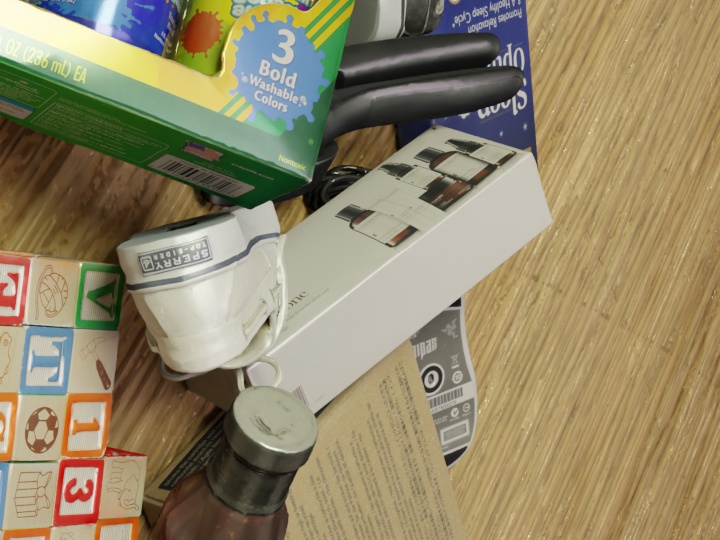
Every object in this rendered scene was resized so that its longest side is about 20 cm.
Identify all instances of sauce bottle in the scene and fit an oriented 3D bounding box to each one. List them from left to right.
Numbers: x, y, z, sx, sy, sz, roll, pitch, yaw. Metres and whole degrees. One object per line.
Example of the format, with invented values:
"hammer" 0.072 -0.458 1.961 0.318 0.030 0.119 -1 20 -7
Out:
"sauce bottle" -0.073 0.138 0.797 0.066 0.066 0.201 -30 151 -48

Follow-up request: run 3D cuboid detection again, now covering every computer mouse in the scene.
"computer mouse" 0.024 0.027 1.006 0.109 0.044 0.202 -17 114 -32

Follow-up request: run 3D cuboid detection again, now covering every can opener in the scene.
"can opener" -0.001 -0.095 0.912 0.198 0.064 0.079 -21 157 -29

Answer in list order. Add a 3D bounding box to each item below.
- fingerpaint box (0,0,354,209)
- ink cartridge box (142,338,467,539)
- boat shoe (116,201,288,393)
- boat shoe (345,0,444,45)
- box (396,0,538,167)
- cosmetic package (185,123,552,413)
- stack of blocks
"fingerpaint box" -0.099 -0.140 0.706 0.198 0.073 0.169 21 73 -23
"ink cartridge box" -0.019 0.155 0.944 0.165 0.075 0.202 -44 129 -40
"boat shoe" -0.064 0.018 0.791 0.202 0.074 0.087 -117 -167 -85
"boat shoe" 0.019 -0.221 0.927 0.068 0.073 0.202 -17 110 -33
"box" 0.065 -0.104 1.057 0.121 0.032 0.202 -27 118 -50
"cosmetic package" 0.000 0.000 0.895 0.199 0.082 0.051 -38 123 -25
"stack of blocks" -0.154 0.093 0.760 0.115 0.058 0.203 5 91 -55
